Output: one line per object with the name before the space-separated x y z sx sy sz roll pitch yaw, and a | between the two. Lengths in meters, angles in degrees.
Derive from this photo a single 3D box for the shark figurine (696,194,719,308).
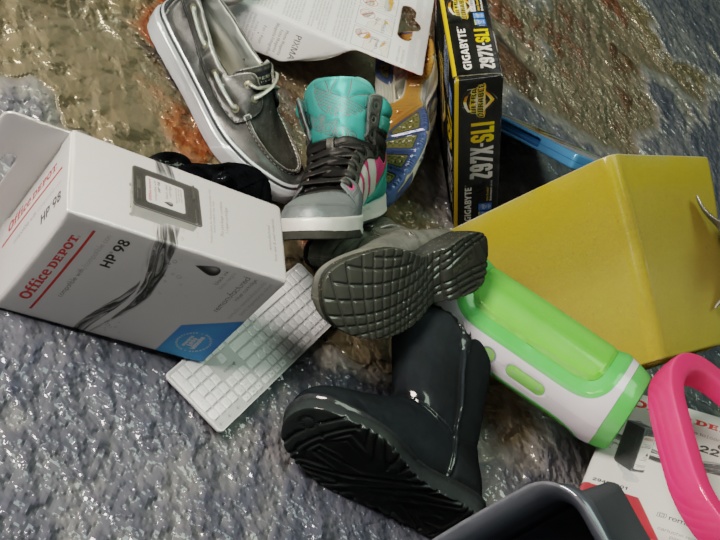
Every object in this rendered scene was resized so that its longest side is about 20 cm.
shark figurine | 0.346 -0.051 1.088 0.128 0.215 0.089 -43 77 -13

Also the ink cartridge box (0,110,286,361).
ink cartridge box | -0.162 -0.016 0.794 0.198 0.116 0.067 19 48 -32

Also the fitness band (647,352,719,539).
fitness band | 0.296 0.154 0.973 0.142 0.038 0.202 22 40 -23

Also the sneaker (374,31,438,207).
sneaker | 0.041 -0.128 1.152 0.089 0.074 0.202 69 33 -54

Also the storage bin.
storage bin | 0.119 0.232 0.828 0.134 0.199 0.147 -3 60 -59

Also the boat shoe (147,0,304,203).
boat shoe | -0.103 -0.151 1.016 0.201 0.071 0.072 54 34 -1

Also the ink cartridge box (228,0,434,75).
ink cartridge box | -0.034 -0.248 1.155 0.198 0.057 0.164 24 41 -11

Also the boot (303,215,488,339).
boot | 0.000 0.000 0.972 0.199 0.129 0.069 -15 110 -48

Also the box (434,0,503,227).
box | 0.101 -0.166 1.165 0.049 0.201 0.161 -7 52 -1

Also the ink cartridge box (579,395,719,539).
ink cartridge box | 0.264 0.202 1.041 0.143 0.085 0.200 16 31 18

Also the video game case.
video game case | 0.205 -0.132 1.292 0.142 0.018 0.200 14 15 -39

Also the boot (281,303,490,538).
boot | 0.025 0.094 0.935 0.199 0.076 0.170 35 41 -30

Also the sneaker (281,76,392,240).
sneaker | -0.020 -0.093 0.976 0.200 0.082 0.123 -45 133 -73

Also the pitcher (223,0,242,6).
pitcher | -0.171 -0.330 1.053 0.197 0.121 0.174 14 75 -12

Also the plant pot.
plant pot | 0.230 0.012 1.149 0.199 0.199 0.179 -4 74 -49

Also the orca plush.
orca plush | -0.130 -0.064 0.911 0.198 0.071 0.106 6 54 -44

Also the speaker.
speaker | 0.146 0.065 1.043 0.199 0.089 0.088 34 34 12

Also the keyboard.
keyboard | -0.074 0.053 0.921 0.056 0.011 0.200 50 35 -2
